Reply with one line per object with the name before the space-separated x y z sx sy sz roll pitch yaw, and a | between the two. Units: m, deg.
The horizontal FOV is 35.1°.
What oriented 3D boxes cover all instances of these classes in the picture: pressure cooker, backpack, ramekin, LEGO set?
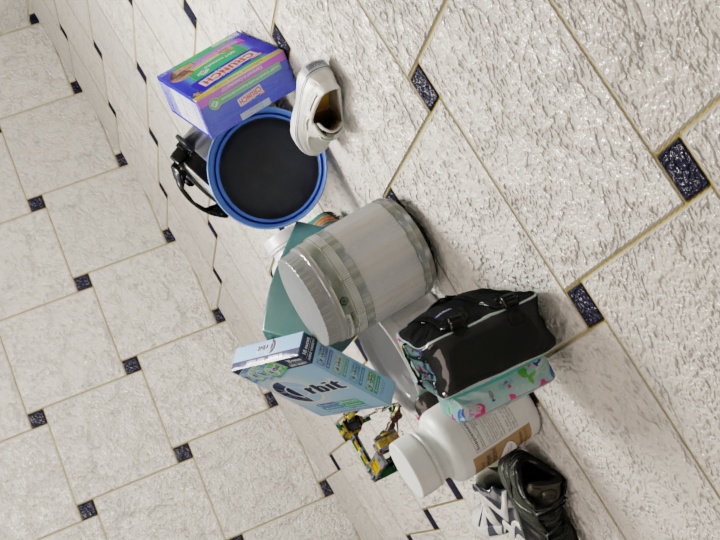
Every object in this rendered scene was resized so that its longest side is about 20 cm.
pressure cooker | -0.229 -0.192 1.989 0.176 0.200 0.179 42 176 -1
backpack | 0.143 0.098 1.447 0.151 0.177 0.200 69 167 -12
ramekin | 0.082 0.116 1.798 0.200 0.105 0.200 53 163 24
LEGO set | 0.067 0.270 1.976 0.116 0.199 0.154 111 142 -60

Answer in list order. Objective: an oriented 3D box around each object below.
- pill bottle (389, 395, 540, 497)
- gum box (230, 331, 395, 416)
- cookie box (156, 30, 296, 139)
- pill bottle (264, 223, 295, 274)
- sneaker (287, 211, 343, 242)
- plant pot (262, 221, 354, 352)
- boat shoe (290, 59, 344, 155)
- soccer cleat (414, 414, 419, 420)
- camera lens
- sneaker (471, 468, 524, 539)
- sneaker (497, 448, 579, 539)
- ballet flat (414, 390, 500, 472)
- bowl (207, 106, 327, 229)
pill bottle | 0.147 0.234 1.624 0.115 0.199 0.115 53 164 23
gum box | -0.074 0.166 1.787 0.200 0.045 0.169 30 150 -34
cookie box | -0.222 -0.311 1.878 0.200 0.171 0.075 36 154 55
pill bottle | -0.100 0.015 2.177 0.201 0.111 0.111 59 164 6
sneaker | -0.044 -0.069 1.941 0.199 0.080 0.071 -6 131 50
plant pot | -0.072 0.051 1.859 0.141 0.201 0.142 14 148 23
boat shoe | -0.058 -0.226 1.706 0.070 0.071 0.200 56 157 25
soccer cleat | 0.107 0.210 1.936 0.200 0.076 0.067 54 163 22
camera lens | 0.000 0.000 1.669 0.160 0.199 0.160 53 163 24
sneaker | 0.221 0.364 1.849 0.130 0.079 0.199 63 164 -5
sneaker | 0.274 0.359 1.674 0.114 0.076 0.200 145 101 -81
ballet flat | 0.166 0.248 1.725 0.200 0.068 0.069 33 -157 -27
bowl | -0.152 -0.169 1.875 0.201 0.200 0.039 61 -176 -2
